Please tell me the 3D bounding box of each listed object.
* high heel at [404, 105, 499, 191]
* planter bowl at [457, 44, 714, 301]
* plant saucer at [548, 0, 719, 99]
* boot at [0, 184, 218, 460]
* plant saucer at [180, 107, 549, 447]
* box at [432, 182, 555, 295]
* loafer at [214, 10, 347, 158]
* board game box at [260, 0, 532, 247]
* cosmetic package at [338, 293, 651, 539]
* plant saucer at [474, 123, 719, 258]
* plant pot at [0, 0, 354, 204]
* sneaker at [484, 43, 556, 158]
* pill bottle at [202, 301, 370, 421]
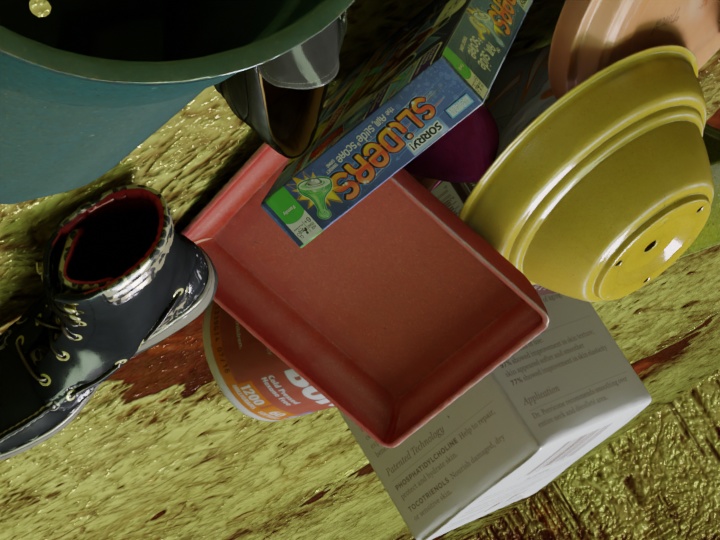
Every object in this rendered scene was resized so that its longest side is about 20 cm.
[{"bbox_3d":[0.040,-0.054,1.487,0.067,0.096,0.200,-1,153,-25],"label":"high heel"},{"bbox_3d":[0.159,-0.040,1.436,0.200,0.083,0.200,-33,158,-15],"label":"planter bowl"},{"bbox_3d":[0.196,-0.174,1.423,0.200,0.032,0.200,-36,151,-24],"label":"plant saucer"},{"bbox_3d":[-0.184,0.030,1.388,0.204,0.073,0.154,-36,165,-7],"label":"boot"},{"bbox_3d":[0.000,0.000,1.439,0.200,0.200,0.037,-43,-172,49],"label":"plant saucer"},{"bbox_3d":[0.115,-0.034,1.737,0.075,0.100,0.200,-38,165,27],"label":"box"},{"bbox_3d":[-0.031,-0.125,1.159,0.073,0.072,0.200,-27,165,-15],"label":"loafer"},{"bbox_3d":[0.026,-0.101,1.272,0.135,0.034,0.200,-38,-169,27],"label":"board game box"},{"bbox_3d":[0.094,0.084,1.896,0.167,0.200,0.166,-16,159,-47],"label":"cosmetic package"},{"bbox_3d":[0.187,-0.079,1.635,0.200,0.200,0.048,-17,126,-46],"label":"plant saucer"},{"bbox_3d":[-0.109,-0.121,0.791,0.200,0.200,0.196,-24,172,-27],"label":"plant pot"},{"bbox_3d":[0.132,-0.132,1.522,0.200,0.092,0.076,-47,133,-18],"label":"sneaker"},{"bbox_3d":[-0.004,0.033,1.579,0.200,0.112,0.112,-18,178,40],"label":"pill bottle"}]
